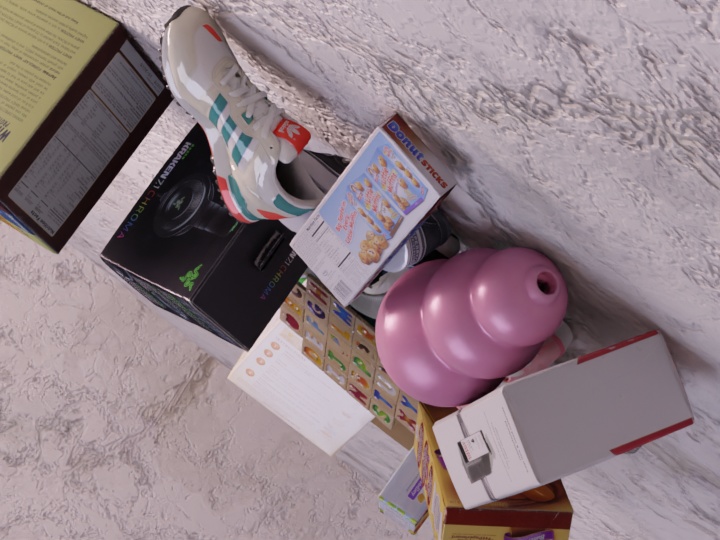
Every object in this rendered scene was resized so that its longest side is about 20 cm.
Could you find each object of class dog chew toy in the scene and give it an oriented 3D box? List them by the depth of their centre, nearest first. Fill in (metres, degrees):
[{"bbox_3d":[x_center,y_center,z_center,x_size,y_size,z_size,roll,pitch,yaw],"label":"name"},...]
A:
[{"bbox_3d":[0.097,0.039,1.397,0.124,0.125,0.200,38,149,-14],"label":"dog chew toy"}]

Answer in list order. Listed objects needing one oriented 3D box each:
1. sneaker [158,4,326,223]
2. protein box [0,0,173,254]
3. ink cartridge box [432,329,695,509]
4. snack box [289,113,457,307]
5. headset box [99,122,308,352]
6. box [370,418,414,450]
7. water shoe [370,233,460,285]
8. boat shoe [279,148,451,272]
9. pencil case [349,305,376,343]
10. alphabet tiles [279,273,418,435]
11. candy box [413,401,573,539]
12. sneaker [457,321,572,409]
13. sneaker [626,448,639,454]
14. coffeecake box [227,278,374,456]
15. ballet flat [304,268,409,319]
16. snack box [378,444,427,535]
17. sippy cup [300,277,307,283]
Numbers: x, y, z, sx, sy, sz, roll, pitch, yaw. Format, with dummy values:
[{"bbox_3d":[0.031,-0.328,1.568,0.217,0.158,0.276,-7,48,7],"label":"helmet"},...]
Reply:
[{"bbox_3d":[-0.086,-0.126,1.374,0.093,0.070,0.201,1,126,35],"label":"sneaker"},{"bbox_3d":[-0.330,-0.162,1.658,0.198,0.200,0.135,29,168,30],"label":"protein box"},{"bbox_3d":[0.161,0.126,1.397,0.200,0.146,0.083,134,116,-72],"label":"ink cartridge box"},{"bbox_3d":[0.006,-0.043,1.344,0.072,0.024,0.200,49,146,6],"label":"snack box"},{"bbox_3d":[-0.131,-0.034,1.653,0.093,0.175,0.200,43,168,-36],"label":"headset box"},{"bbox_3d":[0.121,0.180,1.974,0.163,0.021,0.200,39,142,-20],"label":"box"},{"bbox_3d":[0.022,-0.015,1.517,0.071,0.079,0.200,39,169,-20],"label":"water shoe"},{"bbox_3d":[-0.009,-0.062,1.439,0.199,0.068,0.072,26,128,38],"label":"boat shoe"},{"bbox_3d":[0.065,0.066,1.719,0.199,0.085,0.092,25,164,42],"label":"pencil case"},{"bbox_3d":[-0.009,0.086,1.760,0.200,0.006,0.167,40,155,17],"label":"alphabet tiles"},{"bbox_3d":[0.117,0.189,1.568,0.116,0.057,0.200,3,-159,-7],"label":"candy box"},{"bbox_3d":[0.131,0.086,1.546,0.075,0.105,0.200,35,168,10],"label":"sneaker"},{"bbox_3d":[0.213,0.161,1.666,0.078,0.082,0.200,38,169,-14],"label":"sneaker"},{"bbox_3d":[-0.030,0.094,1.893,0.153,0.073,0.200,38,133,-7],"label":"coffeecake box"},{"bbox_3d":[0.000,0.000,1.696,0.199,0.067,0.064,24,153,45],"label":"ballet flat"},{"bbox_3d":[0.095,0.177,1.784,0.053,0.200,0.142,34,169,8],"label":"snack box"},{"bbox_3d":[-0.042,0.088,2.066,0.130,0.139,0.179,34,-142,-65],"label":"sippy cup"}]
